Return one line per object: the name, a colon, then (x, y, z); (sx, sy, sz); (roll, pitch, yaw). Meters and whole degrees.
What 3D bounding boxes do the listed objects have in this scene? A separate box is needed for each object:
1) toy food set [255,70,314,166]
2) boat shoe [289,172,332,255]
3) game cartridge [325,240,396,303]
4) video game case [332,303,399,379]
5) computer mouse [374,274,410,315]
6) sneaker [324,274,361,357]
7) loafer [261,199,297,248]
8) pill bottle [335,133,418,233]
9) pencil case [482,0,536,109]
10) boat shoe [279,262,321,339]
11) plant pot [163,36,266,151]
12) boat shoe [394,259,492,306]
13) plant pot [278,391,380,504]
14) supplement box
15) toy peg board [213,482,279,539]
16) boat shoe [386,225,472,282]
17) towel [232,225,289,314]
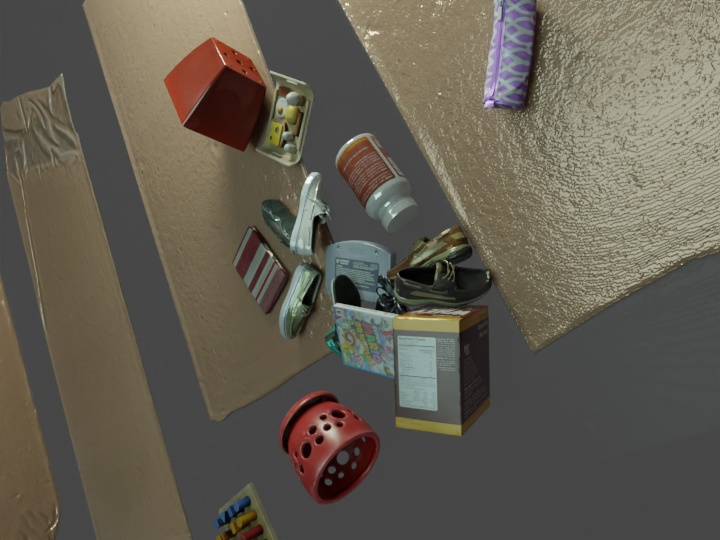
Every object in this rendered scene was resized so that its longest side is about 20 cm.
toy food set: (-0.198, -0.381, 1.471); (0.142, 0.060, 0.205); (28, 111, 34)
boat shoe: (-0.103, -0.133, 1.393); (0.084, 0.075, 0.207); (9, 75, 19)
game cartridge: (0.000, 0.000, 1.357); (0.196, 0.041, 0.137); (9, 96, 39)
video game case: (0.027, 0.150, 1.227); (0.197, 0.018, 0.147); (8, 115, 42)
computer mouse: (0.071, 0.111, 1.266); (0.140, 0.052, 0.202); (59, 153, 29)
sneaker: (-0.041, 0.117, 1.356); (0.120, 0.082, 0.205); (-19, 88, 53)
loafer: (-0.189, -0.103, 1.495); (0.200, 0.071, 0.064); (47, 140, 32)
pill bottle: (0.038, -0.185, 1.257); (0.112, 0.111, 0.202); (-47, 65, 32)
pencil case: (0.269, -0.395, 1.062); (0.082, 0.084, 0.206); (10, 101, 40)
boat shoe: (-0.152, 0.084, 1.469); (0.061, 0.071, 0.205); (26, 108, 37)
plant pot: (-0.355, -0.463, 1.502); (0.176, 0.198, 0.202); (-45, 55, 23)
boat shoe: (0.160, 0.023, 1.147); (0.194, 0.074, 0.076); (-8, 47, 6)
plant pot: (-0.080, 0.403, 1.362); (0.181, 0.197, 0.205); (35, 115, 40)
supplement box: (0.160, 0.178, 1.122); (0.129, 0.196, 0.207); (0, 95, 28)
toy peg board: (-0.350, 0.758, 1.681); (0.200, 0.097, 0.202); (-45, 67, 33)
boat shoe: (0.140, -0.032, 1.219); (0.197, 0.075, 0.076); (-24, 74, 30)
towel: (-0.276, -0.003, 1.598); (0.201, 0.022, 0.145); (51, 125, 26)
